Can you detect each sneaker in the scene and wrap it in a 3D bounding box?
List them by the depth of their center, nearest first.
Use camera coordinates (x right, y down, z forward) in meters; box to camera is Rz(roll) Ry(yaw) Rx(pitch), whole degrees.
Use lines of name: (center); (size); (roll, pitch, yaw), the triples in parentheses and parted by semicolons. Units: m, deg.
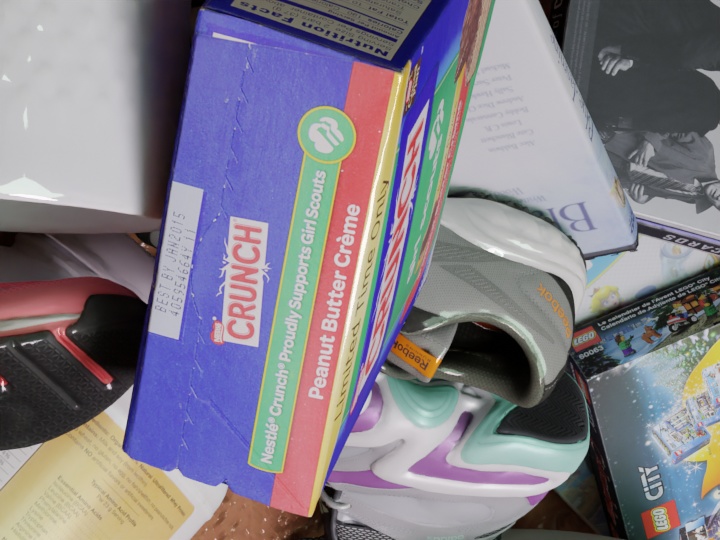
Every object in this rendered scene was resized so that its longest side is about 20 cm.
sneaker: (-0.171, 0.019, 1.020); (0.199, 0.087, 0.074); (-12, 149, 10)
sneaker: (0.000, 0.000, 1.166); (0.199, 0.080, 0.074); (17, 141, -12)
sneaker: (-0.014, 0.078, 1.244); (0.199, 0.078, 0.140); (24, 130, -10)

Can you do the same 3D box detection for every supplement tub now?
supplement tub: (-0.143, 0.083, 1.105); (0.200, 0.145, 0.145); (-48, 127, -12)

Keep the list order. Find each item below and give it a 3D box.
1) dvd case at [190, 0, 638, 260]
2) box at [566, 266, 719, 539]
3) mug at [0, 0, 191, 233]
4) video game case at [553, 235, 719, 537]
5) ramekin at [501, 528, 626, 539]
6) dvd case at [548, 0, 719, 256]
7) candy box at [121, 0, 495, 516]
dvd case: (0.020, -0.061, 1.166); (0.142, 0.018, 0.200); (-11, 139, 17)
box: (0.181, 0.088, 1.351); (0.136, 0.038, 0.200); (-22, 128, -6)
mug: (-0.141, -0.106, 1.004); (0.147, 0.200, 0.176); (5, 86, -23)
video game case: (0.139, 0.051, 1.345); (0.143, 0.018, 0.200); (-38, 127, 8)
ramekin: (0.076, 0.186, 1.272); (0.199, 0.200, 0.098); (-7, 104, -33)
dvd case: (0.176, -0.078, 1.269); (0.199, 0.025, 0.151); (15, 73, -19)
candy box: (-0.012, -0.038, 1.010); (0.200, 0.077, 0.170); (-58, 163, -62)
